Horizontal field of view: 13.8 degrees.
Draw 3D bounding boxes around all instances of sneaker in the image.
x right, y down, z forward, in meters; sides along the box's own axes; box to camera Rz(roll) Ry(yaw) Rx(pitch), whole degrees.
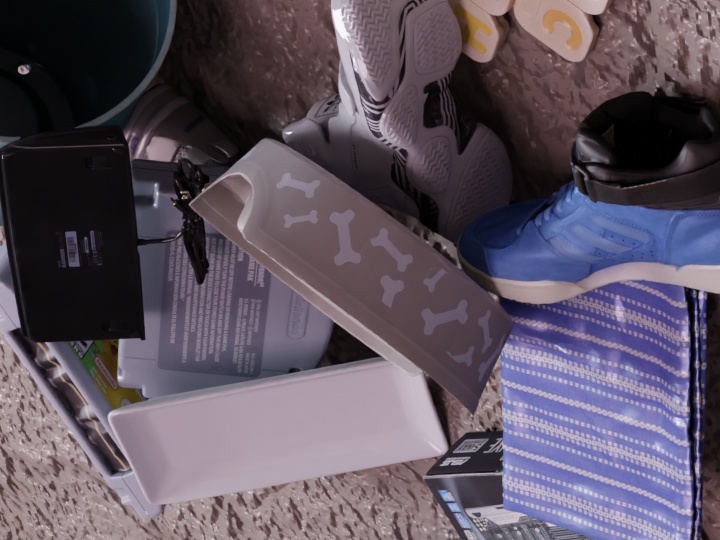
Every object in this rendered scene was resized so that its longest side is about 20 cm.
[{"bbox_3d":[0.125,-0.044,1.569,0.199,0.077,0.111,2,133,38],"label":"sneaker"},{"bbox_3d":[-0.114,-0.020,1.873,0.082,0.075,0.200,31,144,24],"label":"sneaker"},{"bbox_3d":[0.003,-0.098,1.641,0.115,0.075,0.200,17,149,38],"label":"sneaker"}]

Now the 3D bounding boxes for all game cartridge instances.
[{"bbox_3d":[-0.162,0.046,1.944,0.040,0.134,0.200,-18,118,31],"label":"game cartridge"},{"bbox_3d":[-0.080,0.010,1.831,0.133,0.041,0.200,8,140,-1],"label":"game cartridge"}]

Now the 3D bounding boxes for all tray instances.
[{"bbox_3d":[-0.051,0.095,1.873,0.199,0.022,0.108,-11,142,7],"label":"tray"}]

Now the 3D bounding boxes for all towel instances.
[{"bbox_3d":[0.133,0.066,1.686,0.144,0.024,0.201,17,119,39],"label":"towel"}]

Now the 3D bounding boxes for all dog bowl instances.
[{"bbox_3d":[0.000,0.000,1.661,0.200,0.059,0.200,36,177,2],"label":"dog bowl"}]

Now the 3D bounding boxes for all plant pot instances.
[{"bbox_3d":[-0.224,-0.125,1.788,0.200,0.200,0.188,42,153,7],"label":"plant pot"}]

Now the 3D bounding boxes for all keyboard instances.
[{"bbox_3d":[-0.143,-0.020,1.736,0.126,0.021,0.200,-2,146,-3],"label":"keyboard"}]

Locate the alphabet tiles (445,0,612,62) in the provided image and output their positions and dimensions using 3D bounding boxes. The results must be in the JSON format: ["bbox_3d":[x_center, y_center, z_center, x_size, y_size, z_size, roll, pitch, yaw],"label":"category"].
[{"bbox_3d":[0.052,-0.196,1.554,0.195,0.015,0.200,37,146,13],"label":"alphabet tiles"}]

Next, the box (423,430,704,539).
[{"bbox_3d":[0.149,0.189,1.826,0.157,0.050,0.200,-6,121,50],"label":"box"}]
